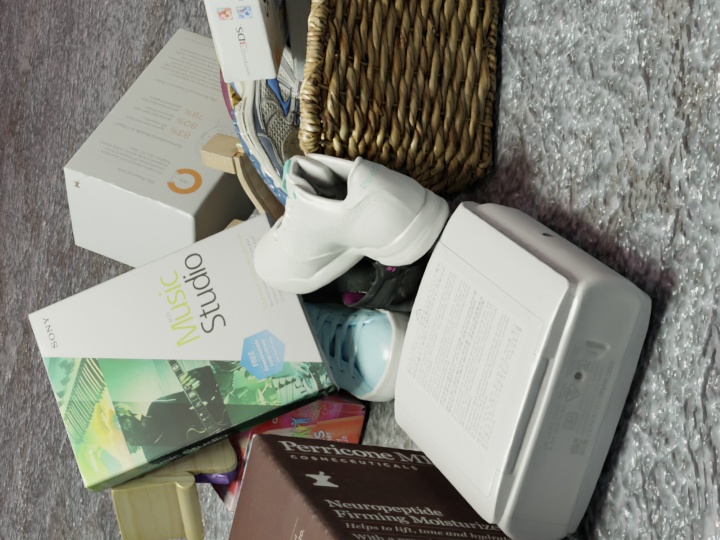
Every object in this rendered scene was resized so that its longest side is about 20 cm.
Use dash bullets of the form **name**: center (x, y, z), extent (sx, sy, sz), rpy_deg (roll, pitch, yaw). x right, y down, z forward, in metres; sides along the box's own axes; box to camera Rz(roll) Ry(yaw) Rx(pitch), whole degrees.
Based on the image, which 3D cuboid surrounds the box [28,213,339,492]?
- **box**: center (-0.133, 0.061, 1.220), extent (0.036, 0.200, 0.145), rpy_deg (53, -167, -72)

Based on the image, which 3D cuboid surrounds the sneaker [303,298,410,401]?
- **sneaker**: center (-0.026, 0.058, 1.257), extent (0.200, 0.082, 0.074), rpy_deg (179, 99, -67)

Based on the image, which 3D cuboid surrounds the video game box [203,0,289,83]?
- **video game box**: center (-0.080, -0.265, 1.164), extent (0.200, 0.047, 0.182), rpy_deg (-81, -14, -45)

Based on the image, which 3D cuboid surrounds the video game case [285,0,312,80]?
- **video game case**: center (-0.034, -0.263, 1.225), extent (0.182, 0.023, 0.200), rpy_deg (-67, -26, -65)

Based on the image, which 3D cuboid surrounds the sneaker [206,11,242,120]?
- **sneaker**: center (-0.092, -0.200, 1.406), extent (0.090, 0.075, 0.200), rpy_deg (138, 133, -66)

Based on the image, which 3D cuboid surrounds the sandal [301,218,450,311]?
- **sandal**: center (0.000, 0.001, 1.195), extent (0.200, 0.048, 0.075), rpy_deg (-7, 106, 47)

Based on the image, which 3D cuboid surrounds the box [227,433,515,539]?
- **box**: center (0.019, 0.216, 0.985), extent (0.200, 0.166, 0.165), rpy_deg (-141, 62, -63)

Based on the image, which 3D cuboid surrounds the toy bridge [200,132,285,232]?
- **toy bridge**: center (-0.079, -0.022, 1.318), extent (0.027, 0.067, 0.200), rpy_deg (-50, -35, -38)

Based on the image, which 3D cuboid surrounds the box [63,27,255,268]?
- **box**: center (-0.149, -0.099, 1.421), extent (0.098, 0.124, 0.200), rpy_deg (93, -157, -49)

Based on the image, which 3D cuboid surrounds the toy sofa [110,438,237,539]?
- **toy sofa**: center (-0.153, 0.113, 1.311), extent (0.083, 0.097, 0.200), rpy_deg (91, 169, -50)

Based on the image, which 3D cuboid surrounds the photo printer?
- **photo printer**: center (0.088, 0.052, 1.009), extent (0.200, 0.069, 0.167), rpy_deg (-139, 63, -64)

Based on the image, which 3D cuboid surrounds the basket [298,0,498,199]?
- **basket**: center (0.005, -0.156, 1.187), extent (0.143, 0.149, 0.200), rpy_deg (158, 118, -63)

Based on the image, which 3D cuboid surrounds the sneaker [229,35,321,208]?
- **sneaker**: center (-0.050, -0.126, 1.259), extent (0.085, 0.077, 0.200), rpy_deg (-26, 51, 10)

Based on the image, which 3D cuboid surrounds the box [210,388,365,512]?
- **box**: center (-0.080, 0.119, 1.343), extent (0.200, 0.095, 0.103), rpy_deg (-141, 64, -64)

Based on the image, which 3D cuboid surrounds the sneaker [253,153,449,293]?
- **sneaker**: center (-0.027, -0.042, 1.118), extent (0.200, 0.088, 0.075), rpy_deg (-16, 41, 54)
